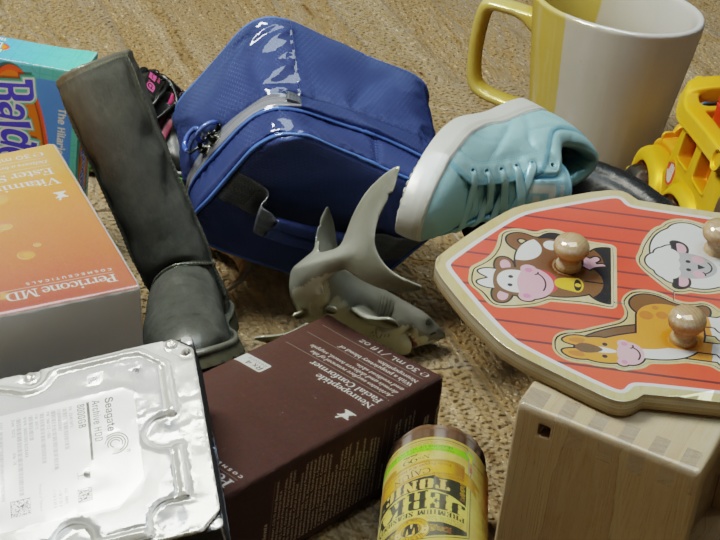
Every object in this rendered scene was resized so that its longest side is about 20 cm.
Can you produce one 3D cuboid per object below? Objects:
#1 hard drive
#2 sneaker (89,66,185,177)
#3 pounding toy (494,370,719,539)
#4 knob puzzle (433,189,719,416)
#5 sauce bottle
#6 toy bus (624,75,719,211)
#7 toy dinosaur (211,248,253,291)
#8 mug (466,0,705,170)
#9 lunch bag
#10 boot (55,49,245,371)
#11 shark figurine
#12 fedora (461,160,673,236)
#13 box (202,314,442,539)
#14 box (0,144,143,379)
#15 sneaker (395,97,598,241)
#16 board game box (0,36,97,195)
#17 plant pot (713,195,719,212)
[{"bbox_3d":[-0.174,0.114,0.898,0.199,0.038,0.140,-12,44,-3],"label":"hard drive"},{"bbox_3d":[-0.162,-0.119,1.379,0.199,0.084,0.077,4,29,-8],"label":"sneaker"},{"bbox_3d":[0.143,0.102,0.979,0.141,0.185,0.200,20,38,20],"label":"pounding toy"},{"bbox_3d":[0.140,0.005,0.929,0.218,0.031,0.220,3,36,-2],"label":"knob puzzle"},{"bbox_3d":[0.040,0.160,0.937,0.064,0.065,0.200,8,27,-1],"label":"sauce bottle"},{"bbox_3d":[0.293,-0.090,1.348,0.135,0.193,0.200,2,27,-9],"label":"toy bus"},{"bbox_3d":[-0.102,-0.033,1.287,0.106,0.061,0.200,-34,39,-18],"label":"toy dinosaur"},{"bbox_3d":[0.202,-0.170,1.510,0.149,0.154,0.186,-11,33,-33],"label":"mug"},{"bbox_3d":[-0.037,-0.075,1.210,0.199,0.136,0.133,17,44,-35],"label":"lunch bag"},{"bbox_3d":[-0.135,-0.038,1.086,0.072,0.201,0.182,-16,11,-4],"label":"boot"},{"bbox_3d":[-0.015,-0.006,1.122,0.127,0.215,0.090,0,72,7],"label":"shark figurine"},{"bbox_3d":[0.151,0.000,1.236,0.199,0.092,0.201,8,34,-6],"label":"fedora"},{"bbox_3d":[-0.052,0.103,1.011,0.100,0.075,0.200,27,34,31],"label":"box"},{"bbox_3d":[-0.232,0.020,1.056,0.151,0.107,0.200,-12,33,-21],"label":"box"},{"bbox_3d":[0.101,-0.064,1.163,0.082,0.074,0.200,26,36,24],"label":"sneaker"},{"bbox_3d":[-0.294,-0.097,1.227,0.199,0.153,0.045,10,28,2],"label":"board game box"},{"bbox_3d":[0.337,-0.006,1.165,0.174,0.201,0.201,13,26,-15],"label":"plant pot"}]
